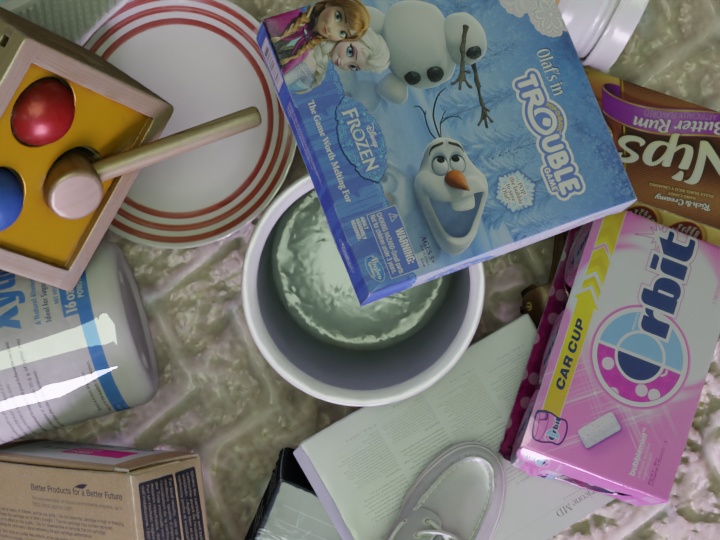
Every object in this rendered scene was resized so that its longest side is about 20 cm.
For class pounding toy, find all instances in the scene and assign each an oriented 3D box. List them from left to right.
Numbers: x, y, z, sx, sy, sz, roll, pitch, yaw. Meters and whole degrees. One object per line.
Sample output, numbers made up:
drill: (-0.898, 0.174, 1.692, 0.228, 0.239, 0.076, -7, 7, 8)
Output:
pounding toy: (-0.213, -0.088, 1.312, 0.142, 0.200, 0.184, 35, 97, 37)

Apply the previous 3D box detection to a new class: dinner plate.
dinner plate: (-0.143, -0.117, 1.435, 0.200, 0.024, 0.200, 1, 94, 12)

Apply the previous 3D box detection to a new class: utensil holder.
utensil holder: (0.000, 0.000, 1.372, 0.170, 0.200, 0.170, 0, 96, -1)

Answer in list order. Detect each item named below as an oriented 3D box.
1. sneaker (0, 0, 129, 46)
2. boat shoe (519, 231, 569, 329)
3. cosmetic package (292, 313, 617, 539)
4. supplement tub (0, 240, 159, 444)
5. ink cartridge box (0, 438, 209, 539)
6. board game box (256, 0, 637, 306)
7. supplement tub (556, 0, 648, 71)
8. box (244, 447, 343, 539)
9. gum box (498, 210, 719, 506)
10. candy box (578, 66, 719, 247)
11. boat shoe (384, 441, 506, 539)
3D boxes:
sneaker: (-0.236, -0.209, 1.423, 0.200, 0.082, 0.074, -30, 127, 21)
boat shoe: (0.155, 0.033, 1.444, 0.067, 0.072, 0.200, 17, 89, 3)
cosmetic package: (0.074, 0.146, 1.362, 0.200, 0.052, 0.151, -28, 81, -14)
supplement tub: (-0.264, 0.063, 1.410, 0.200, 0.132, 0.132, -16, 95, 0)
ink cartridge box: (-0.200, 0.216, 1.399, 0.200, 0.075, 0.165, 0, 97, 44)
board game box: (0.057, -0.103, 1.255, 0.199, 0.043, 0.200, -20, 82, -14)
supplement tub: (0.117, -0.243, 1.377, 0.200, 0.144, 0.145, 24, 95, -2)
box: (-0.008, 0.272, 1.438, 0.200, 0.124, 0.197, 23, 97, -3)
gum box: (0.184, 0.066, 1.335, 0.113, 0.066, 0.200, 21, 77, -7)
candy box: (0.197, -0.083, 1.408, 0.200, 0.056, 0.117, 18, 53, -1)
boat shoe: (0.040, 0.203, 1.284, 0.072, 0.069, 0.200, 40, 75, 1)
